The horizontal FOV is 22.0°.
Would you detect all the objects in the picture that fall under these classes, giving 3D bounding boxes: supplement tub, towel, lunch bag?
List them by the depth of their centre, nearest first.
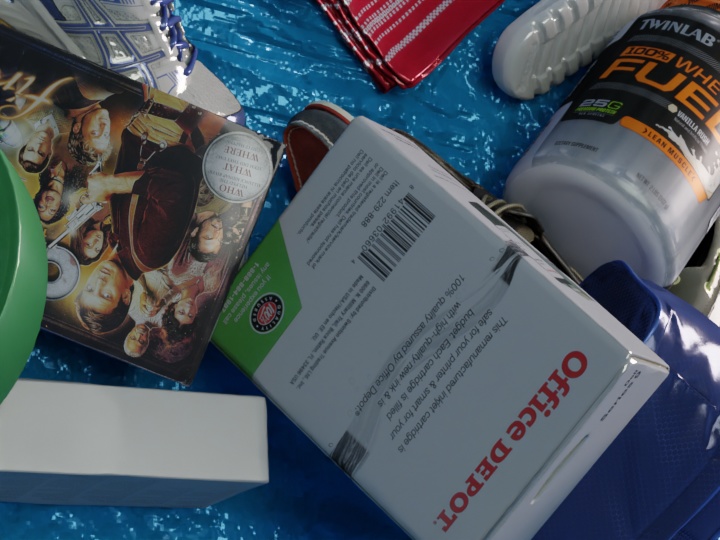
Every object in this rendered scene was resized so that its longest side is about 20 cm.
[{"bbox_3d":[0.144,0.114,1.055,0.132,0.136,0.200,37,102,-15],"label":"lunch bag"},{"bbox_3d":[0.006,-0.224,1.173,0.145,0.022,0.200,-42,99,-35],"label":"towel"},{"bbox_3d":[0.186,-0.082,1.179,0.123,0.122,0.200,45,57,-12],"label":"supplement tub"}]

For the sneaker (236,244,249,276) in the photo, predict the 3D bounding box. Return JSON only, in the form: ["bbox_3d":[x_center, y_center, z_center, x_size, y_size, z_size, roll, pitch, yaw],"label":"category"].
[{"bbox_3d":[-0.151,-0.047,1.003,0.199,0.072,0.072,30,89,-7],"label":"sneaker"}]

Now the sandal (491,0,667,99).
[{"bbox_3d":[0.154,-0.183,1.231,0.202,0.083,0.050,-30,49,-33],"label":"sandal"}]

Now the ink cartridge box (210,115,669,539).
[{"bbox_3d":[0.037,0.041,0.969,0.200,0.146,0.084,43,10,23],"label":"ink cartridge box"}]

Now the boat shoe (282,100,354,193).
[{"bbox_3d":[0.000,0.000,1.073,0.062,0.071,0.201,-25,93,-32],"label":"boat shoe"}]

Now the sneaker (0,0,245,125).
[{"bbox_3d":[-0.128,-0.140,1.006,0.200,0.088,0.075,37,21,-25],"label":"sneaker"}]

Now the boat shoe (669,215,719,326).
[{"bbox_3d":[0.208,0.021,1.192,0.060,0.072,0.202,43,52,-11],"label":"boat shoe"}]

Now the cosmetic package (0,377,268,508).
[{"bbox_3d":[-0.153,0.087,0.941,0.199,0.082,0.051,7,69,-31],"label":"cosmetic package"}]

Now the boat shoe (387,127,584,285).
[{"bbox_3d":[0.079,-0.017,1.120,0.200,0.073,0.075,42,58,-14],"label":"boat shoe"}]

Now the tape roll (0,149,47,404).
[{"bbox_3d":[-0.247,0.004,0.861,0.199,0.048,0.202,-3,66,7],"label":"tape roll"}]

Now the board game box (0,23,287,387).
[{"bbox_3d":[-0.154,-0.039,0.948,0.199,0.035,0.136,22,86,-7],"label":"board game box"}]
